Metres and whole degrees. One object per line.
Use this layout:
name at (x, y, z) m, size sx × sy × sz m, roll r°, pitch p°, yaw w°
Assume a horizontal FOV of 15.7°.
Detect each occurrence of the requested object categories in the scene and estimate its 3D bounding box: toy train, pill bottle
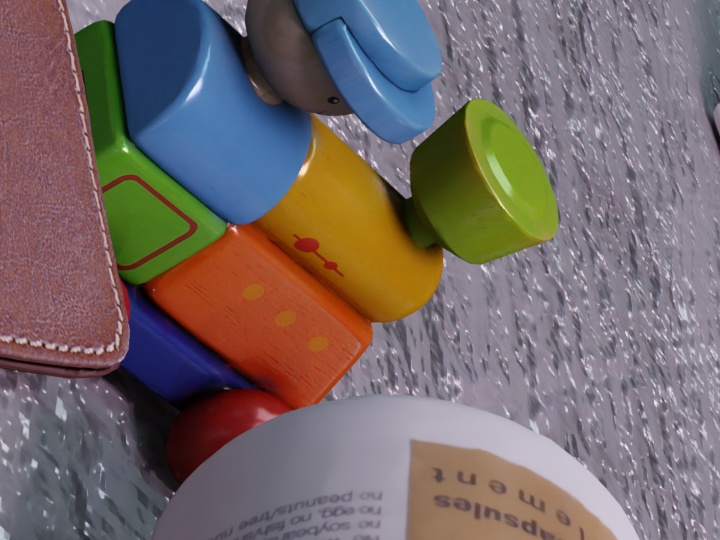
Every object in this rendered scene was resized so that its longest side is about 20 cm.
toy train at (0.000, 0.000, 0.637) m, size 0.200 × 0.115 × 0.085 m, roll 41°, pitch 29°, yaw -43°
pill bottle at (0.003, 0.125, 0.490) m, size 0.115 × 0.114 × 0.201 m, roll 51°, pitch 23°, yaw -26°

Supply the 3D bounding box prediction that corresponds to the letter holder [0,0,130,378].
letter holder at (-0.137, -0.042, 0.395) m, size 0.200 × 0.100 × 0.143 m, roll 27°, pitch 42°, yaw -57°

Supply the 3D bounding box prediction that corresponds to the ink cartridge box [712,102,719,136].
ink cartridge box at (0.272, -0.020, 1.261) m, size 0.083 × 0.146 × 0.201 m, roll 39°, pitch 30°, yaw -47°
